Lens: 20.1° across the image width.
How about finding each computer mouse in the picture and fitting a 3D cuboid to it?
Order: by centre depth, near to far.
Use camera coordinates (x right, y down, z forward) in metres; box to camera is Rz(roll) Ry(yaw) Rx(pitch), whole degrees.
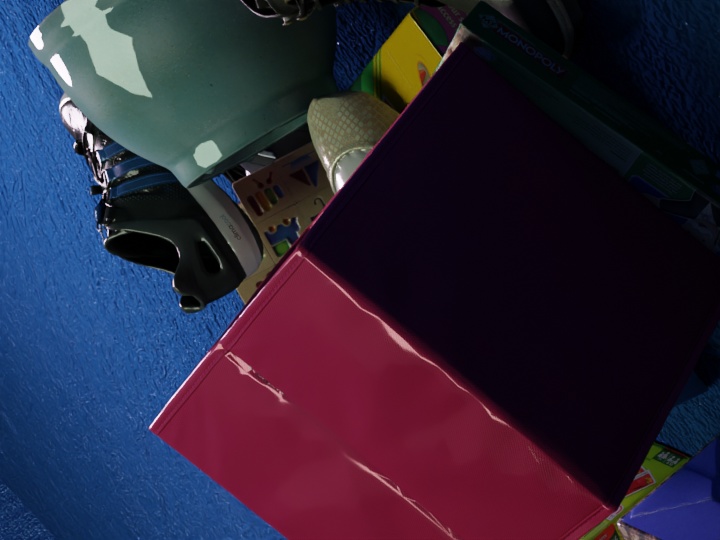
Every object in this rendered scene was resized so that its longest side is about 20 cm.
[{"bbox_3d":[-0.048,-0.068,1.533,0.200,0.046,0.140,6,163,41],"label":"computer mouse"}]

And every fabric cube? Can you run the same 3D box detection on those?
[{"bbox_3d":[0.045,0.043,1.089,0.199,0.196,0.200,39,137,-3],"label":"fabric cube"}]

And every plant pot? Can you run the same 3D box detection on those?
[{"bbox_3d":[-0.095,-0.138,1.316,0.134,0.200,0.200,60,161,-1],"label":"plant pot"}]

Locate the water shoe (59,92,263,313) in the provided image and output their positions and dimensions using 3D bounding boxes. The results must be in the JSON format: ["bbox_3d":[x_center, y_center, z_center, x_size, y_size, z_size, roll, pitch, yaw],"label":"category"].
[{"bbox_3d":[-0.155,-0.053,1.388,0.200,0.079,0.072,40,160,26],"label":"water shoe"}]

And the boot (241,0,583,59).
[{"bbox_3d":[0.014,-0.158,1.146,0.200,0.138,0.078,43,158,25],"label":"boot"}]

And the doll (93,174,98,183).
[{"bbox_3d":[-0.164,-0.090,1.490,0.136,0.048,0.200,-8,110,58],"label":"doll"}]

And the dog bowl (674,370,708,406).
[{"bbox_3d":[0.146,0.085,1.318,0.050,0.111,0.200,66,162,5],"label":"dog bowl"}]

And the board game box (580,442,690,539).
[{"bbox_3d":[0.141,0.150,1.440,0.200,0.102,0.048,23,145,55],"label":"board game box"}]

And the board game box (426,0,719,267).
[{"bbox_3d":[0.116,-0.043,1.131,0.200,0.029,0.135,36,138,3],"label":"board game box"}]

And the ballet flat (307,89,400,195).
[{"bbox_3d":[0.035,-0.026,1.250,0.067,0.062,0.200,-35,99,28],"label":"ballet flat"}]

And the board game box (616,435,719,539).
[{"bbox_3d":[0.274,0.224,1.266,0.159,0.097,0.200,18,140,59],"label":"board game box"}]

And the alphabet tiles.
[{"bbox_3d":[0.000,0.000,1.433,0.200,0.166,0.006,61,-174,-20],"label":"alphabet tiles"}]

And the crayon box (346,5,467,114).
[{"bbox_3d":[0.084,-0.065,1.266,0.200,0.058,0.173,52,161,2],"label":"crayon box"}]

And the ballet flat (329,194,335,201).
[{"bbox_3d":[0.000,-0.003,1.369,0.073,0.073,0.200,45,136,23],"label":"ballet flat"}]

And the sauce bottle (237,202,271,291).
[{"bbox_3d":[-0.077,-0.020,1.533,0.066,0.066,0.200,56,176,-8],"label":"sauce bottle"}]
